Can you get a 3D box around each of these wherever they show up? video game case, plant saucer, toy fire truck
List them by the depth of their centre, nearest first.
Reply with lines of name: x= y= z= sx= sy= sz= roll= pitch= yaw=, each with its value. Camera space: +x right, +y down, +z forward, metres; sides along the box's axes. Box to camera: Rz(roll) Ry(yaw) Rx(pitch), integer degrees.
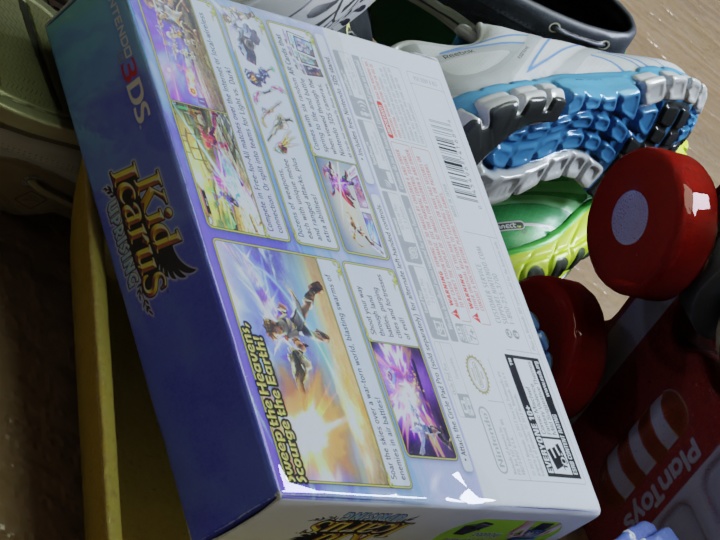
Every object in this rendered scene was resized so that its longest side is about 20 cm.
plant saucer: x=-0.030 y=0.077 z=0.748 sx=0.199 sy=0.048 sz=0.201 roll=26 pitch=44 yaw=-39
video game case: x=-0.011 y=0.002 z=0.752 sx=0.181 sy=0.045 sz=0.201 roll=11 pitch=54 yaw=-50
toy fire truck: x=0.155 y=0.050 z=0.917 sx=0.112 sy=0.200 sz=0.169 roll=11 pitch=41 yaw=-34

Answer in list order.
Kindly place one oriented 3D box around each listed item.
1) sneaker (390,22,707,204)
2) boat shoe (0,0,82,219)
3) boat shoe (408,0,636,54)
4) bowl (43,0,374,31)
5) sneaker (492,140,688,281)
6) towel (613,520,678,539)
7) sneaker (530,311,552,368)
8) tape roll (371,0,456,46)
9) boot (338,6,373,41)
sneaker: x=0.084 y=-0.083 z=0.973 sx=0.199 sy=0.075 sz=0.087 roll=-2 pitch=40 yaw=-50
boat shoe: x=-0.122 y=-0.054 z=0.767 sx=0.199 sy=0.068 sz=0.075 roll=24 pitch=39 yaw=-38
boat shoe: x=0.052 y=-0.155 z=1.014 sx=0.200 sy=0.062 sz=0.075 roll=37 pitch=37 yaw=-17
bowl: x=-0.062 y=-0.152 z=0.792 sx=0.200 sy=0.201 sz=0.094 roll=40 pitch=20 yaw=-19
sneaker: x=0.099 y=-0.048 z=1.056 sx=0.084 sy=0.074 sz=0.200 roll=50 pitch=40 yaw=5
towel: x=0.103 y=0.177 z=0.759 sx=0.145 sy=0.024 sz=0.200 roll=53 pitch=33 yaw=12
sneaker: x=0.000 y=0.000 z=0.881 sx=0.200 sy=0.077 sz=0.085 roll=45 pitch=35 yaw=-7
tape roll: x=0.057 y=-0.168 z=1.135 sx=0.200 sy=0.048 sz=0.201 roll=30 pitch=37 yaw=-26
boot: x=-0.055 y=-0.129 z=0.954 sx=0.203 sy=0.073 sz=0.154 roll=42 pitch=25 yaw=-35
